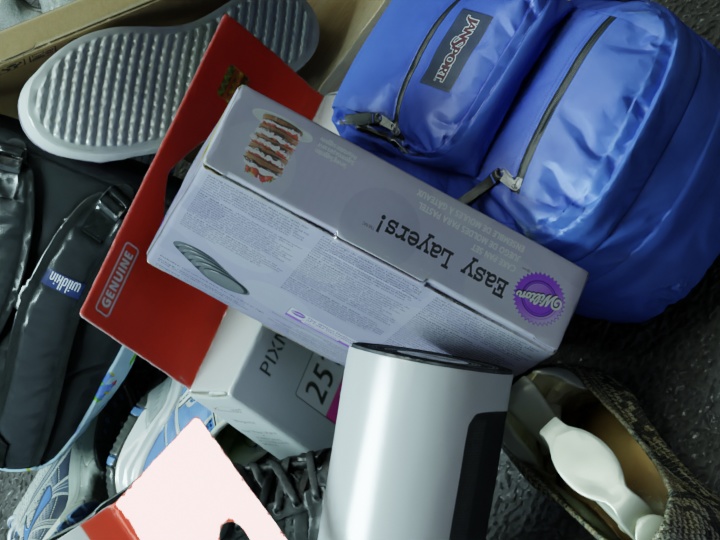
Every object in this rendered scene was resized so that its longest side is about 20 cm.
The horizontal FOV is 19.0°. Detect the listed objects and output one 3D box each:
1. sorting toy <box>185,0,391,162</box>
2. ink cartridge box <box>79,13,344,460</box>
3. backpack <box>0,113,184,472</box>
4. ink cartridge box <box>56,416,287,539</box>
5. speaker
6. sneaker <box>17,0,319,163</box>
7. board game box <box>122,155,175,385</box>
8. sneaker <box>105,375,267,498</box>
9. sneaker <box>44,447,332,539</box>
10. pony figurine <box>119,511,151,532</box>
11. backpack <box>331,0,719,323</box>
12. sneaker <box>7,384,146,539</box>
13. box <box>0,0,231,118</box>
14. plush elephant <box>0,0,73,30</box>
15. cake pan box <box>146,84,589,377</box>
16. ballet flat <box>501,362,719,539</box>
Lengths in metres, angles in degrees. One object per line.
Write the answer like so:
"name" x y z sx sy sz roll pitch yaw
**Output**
"sorting toy" -0.026 -0.132 1.356 0.200 0.069 0.199 -53 28 -1
"ink cartridge box" -0.043 -0.016 1.198 0.043 0.173 0.201 0 60 48
"backpack" -0.193 0.019 1.253 0.154 0.162 0.201 -98 27 -81
"ink cartridge box" -0.104 0.193 0.995 0.163 0.057 0.200 52 120 19
"speaker" 0.017 0.139 1.009 0.081 0.081 0.202 11 91 53
"sneaker" -0.124 -0.096 1.237 0.200 0.073 0.114 -21 -2 -38
"board game box" -0.194 0.007 1.404 0.200 0.061 0.201 9 92 62
"sneaker" -0.071 0.065 1.267 0.077 0.076 0.201 14 69 30
"sneaker" -0.072 0.132 1.162 0.199 0.104 0.060 -36 37 23
"pony figurine" -0.094 0.223 1.089 0.193 0.166 0.201 -45 49 25
"backpack" 0.093 -0.064 1.091 0.200 0.167 0.163 22 84 52
"sneaker" -0.174 0.167 1.290 0.085 0.077 0.201 -28 31 38
"box" -0.142 -0.138 1.253 0.199 0.021 0.163 -24 -4 -8
"plush elephant" -0.143 -0.201 1.506 0.199 0.165 0.156 22 89 26
"cake pan box" 0.000 0.000 1.070 0.053 0.199 0.184 -64 5 -17
"ballet flat" 0.107 0.085 1.015 0.068 0.075 0.200 -53 33 5
